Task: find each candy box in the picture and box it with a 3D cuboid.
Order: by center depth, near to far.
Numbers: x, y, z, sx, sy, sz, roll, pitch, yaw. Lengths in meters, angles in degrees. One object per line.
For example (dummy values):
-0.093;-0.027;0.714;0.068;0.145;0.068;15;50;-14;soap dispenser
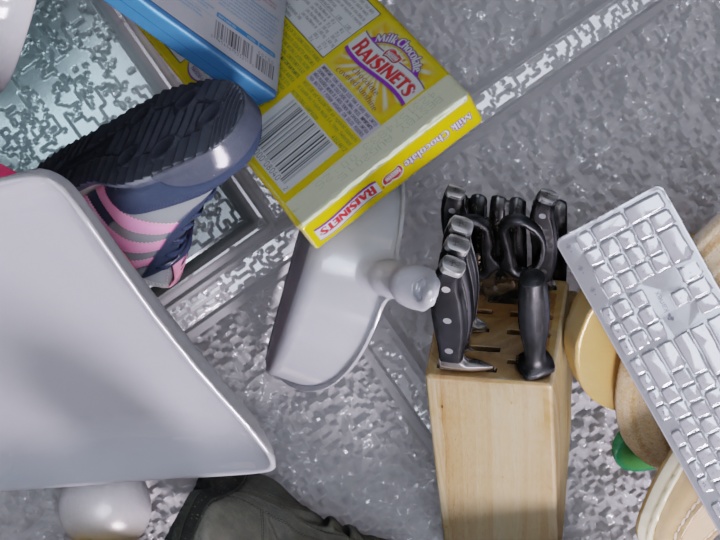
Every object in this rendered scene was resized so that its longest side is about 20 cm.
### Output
-0.034;-0.105;0.934;0.102;0.026;0.200;-36;50;-3;candy box

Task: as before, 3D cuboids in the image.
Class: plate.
-0.160;0.029;0.904;0.199;0.032;0.200;-8;131;35;plate

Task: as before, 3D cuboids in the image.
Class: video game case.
-0.083;-0.197;0.906;0.143;0.018;0.200;33;51;-42;video game case

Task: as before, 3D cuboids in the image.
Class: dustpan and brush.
0.000;0.000;0.917;0.057;0.200;0.140;16;91;-6;dustpan and brush

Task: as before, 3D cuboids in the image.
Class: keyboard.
0.164;0.059;0.882;0.056;0.011;0.200;-28;96;17;keyboard

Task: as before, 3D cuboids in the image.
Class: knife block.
0.067;0.058;0.933;0.064;0.176;0.200;5;93;12;knife block

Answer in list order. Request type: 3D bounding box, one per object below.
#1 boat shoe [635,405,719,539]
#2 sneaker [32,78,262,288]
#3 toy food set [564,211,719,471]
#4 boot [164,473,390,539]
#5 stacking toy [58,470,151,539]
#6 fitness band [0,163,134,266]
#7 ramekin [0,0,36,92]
0.217;0.072;0.912;0.069;0.074;0.200;44;98;27;boat shoe
-0.101;-0.033;0.933;0.082;0.200;0.070;43;53;-25;sneaker
0.203;0.026;0.960;0.200;0.049;0.198;-39;137;-5;toy food set
-0.035;0.157;0.927;0.131;0.200;0.068;25;108;0;boot
-0.131;0.193;0.969;0.146;0.146;0.200;1;77;-4;stacking toy
-0.202;-0.006;0.937;0.200;0.144;0.037;28;54;-5;fitness band
-0.202;-0.172;0.905;0.094;0.202;0.203;12;92;-17;ramekin
